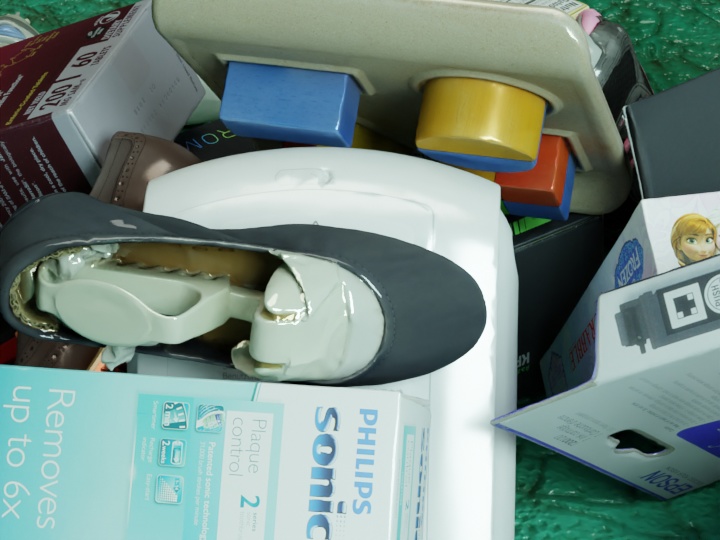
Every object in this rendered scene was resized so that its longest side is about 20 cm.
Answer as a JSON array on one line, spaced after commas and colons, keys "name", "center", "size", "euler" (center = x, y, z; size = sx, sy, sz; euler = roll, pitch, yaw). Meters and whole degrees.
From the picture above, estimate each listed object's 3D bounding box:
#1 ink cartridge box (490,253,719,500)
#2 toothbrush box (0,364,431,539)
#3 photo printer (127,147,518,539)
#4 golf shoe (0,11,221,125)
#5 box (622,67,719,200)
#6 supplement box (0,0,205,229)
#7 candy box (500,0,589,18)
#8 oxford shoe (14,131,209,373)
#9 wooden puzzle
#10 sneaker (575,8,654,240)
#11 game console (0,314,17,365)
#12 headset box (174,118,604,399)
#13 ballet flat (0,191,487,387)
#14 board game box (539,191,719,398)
[{"name": "ink cartridge box", "center": [0.175, 0.035, 0.994], "size": [0.199, 0.198, 0.044], "euler": [-20, 68, 21]}, {"name": "toothbrush box", "center": [-0.078, 0.114, 0.948], "size": [0.199, 0.147, 0.085], "euler": [4, -4, 9]}, {"name": "photo printer", "center": [-0.017, 0.049, 1.025], "size": [0.166, 0.201, 0.069], "euler": [0, -5, 4]}, {"name": "golf shoe", "center": [-0.161, -0.092, 1.381], "size": [0.199, 0.078, 0.097], "euler": [3, 49, 17]}, {"name": "box", "center": [0.238, -0.057, 1.074], "size": [0.199, 0.079, 0.141], "euler": [-21, -20, 29]}, {"name": "supplement box", "center": [-0.187, -0.061, 1.206], "size": [0.199, 0.061, 0.109], "euler": [-14, 29, 30]}, {"name": "candy box", "center": [0.033, -0.115, 1.347], "size": [0.200, 0.116, 0.055], "euler": [25, 42, 35]}, {"name": "oxford shoe", "center": [-0.128, 0.031, 1.097], "size": [0.072, 0.071, 0.200], "euler": [28, 79, 16]}, {"name": "wooden puzzle", "center": [0.017, -0.063, 1.063], "size": [0.184, 0.200, 0.047], "euler": [8, 74, 14]}, {"name": "sneaker", "center": [0.137, -0.060, 1.215], "size": [0.095, 0.200, 0.079], "euler": [29, 79, 19]}, {"name": "game console", "center": [-0.243, 0.013, 1.248], "size": [0.177, 0.031, 0.200], "euler": [-32, 42, -31]}, {"name": "headset box", "center": [0.000, 0.000, 1.191], "size": [0.174, 0.093, 0.200], "euler": [-21, 38, -26]}, {"name": "ballet flat", "center": [-0.052, 0.015, 0.958], "size": [0.199, 0.073, 0.073], "euler": [10, 34, 6]}, {"name": "board game box", "center": [0.197, 0.014, 1.075], "size": [0.199, 0.200, 0.041], "euler": [-7, 70, -10]}]
